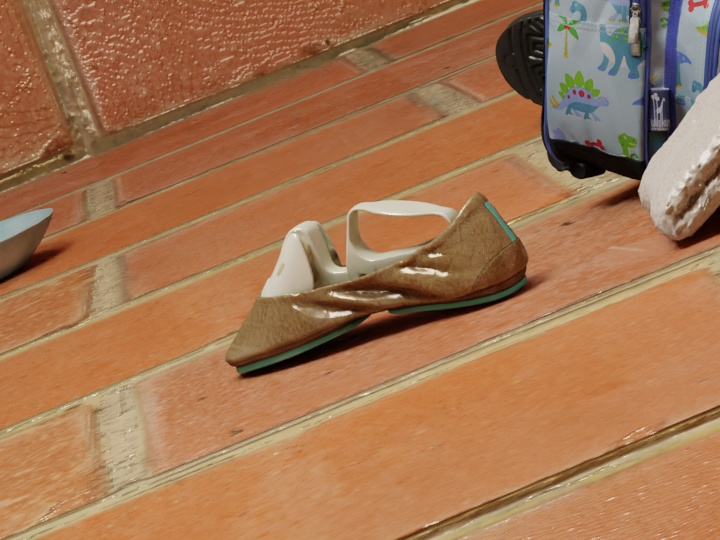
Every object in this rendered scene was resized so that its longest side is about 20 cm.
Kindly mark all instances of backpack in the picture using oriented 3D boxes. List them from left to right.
[{"bbox_3d":[0.202,-0.166,1.792,0.146,0.201,0.183,12,27,38],"label":"backpack"}]

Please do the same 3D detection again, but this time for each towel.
[{"bbox_3d":[0.222,-0.105,1.642,0.200,0.034,0.133,-52,4,8],"label":"towel"}]

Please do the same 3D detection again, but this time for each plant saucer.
[{"bbox_3d":[-0.362,-0.001,2.685,0.200,0.039,0.201,-21,8,3],"label":"plant saucer"}]

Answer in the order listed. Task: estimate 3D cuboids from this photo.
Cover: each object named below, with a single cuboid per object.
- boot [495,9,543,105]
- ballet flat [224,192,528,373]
[{"bbox_3d":[0.222,-0.191,2.275,0.210,0.080,0.158,-4,23,30],"label":"boot"},{"bbox_3d":[0.000,0.000,1.697,0.199,0.073,0.068,-17,11,30],"label":"ballet flat"}]
